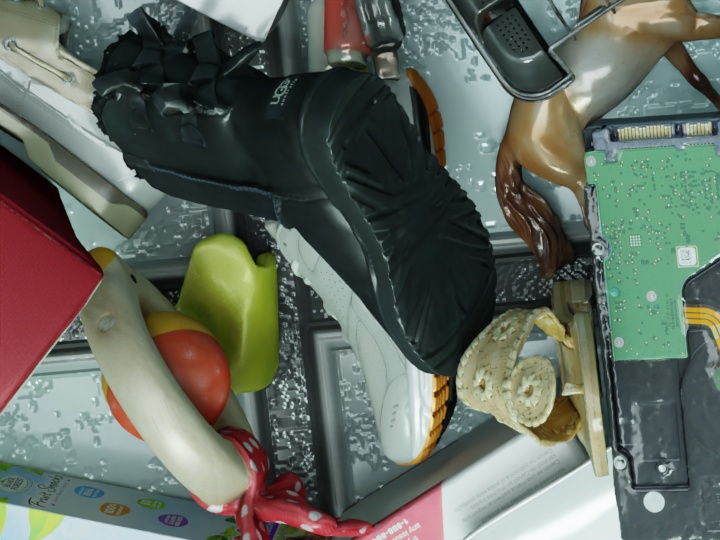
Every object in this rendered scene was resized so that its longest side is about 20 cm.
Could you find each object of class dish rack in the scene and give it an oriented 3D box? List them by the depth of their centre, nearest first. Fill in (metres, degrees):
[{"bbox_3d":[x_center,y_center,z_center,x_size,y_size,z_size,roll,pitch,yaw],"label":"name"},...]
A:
[{"bbox_3d":[0.117,-0.196,1.462,0.200,0.055,0.154,-34,78,6],"label":"dish rack"}]

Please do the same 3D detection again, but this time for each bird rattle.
[{"bbox_3d":[-0.087,0.073,1.490,0.112,0.201,0.163,-28,140,16],"label":"bird rattle"}]

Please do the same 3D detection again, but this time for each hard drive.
[{"bbox_3d":[0.180,0.025,1.401,0.139,0.038,0.201,-4,103,19],"label":"hard drive"}]

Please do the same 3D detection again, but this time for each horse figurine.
[{"bbox_3d":[0.130,-0.087,1.507,0.132,0.050,0.200,36,100,-11],"label":"horse figurine"}]

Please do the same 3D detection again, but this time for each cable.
[{"bbox_3d":[-0.013,-0.172,1.454,0.050,0.097,0.201,-10,84,-3],"label":"cable"}]

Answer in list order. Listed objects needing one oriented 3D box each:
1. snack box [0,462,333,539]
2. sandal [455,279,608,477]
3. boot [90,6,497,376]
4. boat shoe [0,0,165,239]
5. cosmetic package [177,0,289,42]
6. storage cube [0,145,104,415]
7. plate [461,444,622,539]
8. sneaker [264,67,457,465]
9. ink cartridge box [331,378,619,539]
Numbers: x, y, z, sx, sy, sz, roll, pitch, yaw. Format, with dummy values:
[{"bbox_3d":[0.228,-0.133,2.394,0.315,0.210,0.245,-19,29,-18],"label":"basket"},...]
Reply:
[{"bbox_3d":[-0.121,0.205,1.585,0.199,0.068,0.170,10,104,5],"label":"snack box"},{"bbox_3d":[0.081,0.052,1.452,0.069,0.212,0.078,-6,102,5],"label":"sandal"},{"bbox_3d":[-0.035,-0.038,1.454,0.162,0.073,0.199,12,146,39],"label":"boot"},{"bbox_3d":[-0.173,-0.104,1.524,0.200,0.075,0.068,40,87,-4],"label":"boat shoe"},{"bbox_3d":[-0.122,-0.183,1.491,0.199,0.083,0.051,27,104,-2],"label":"cosmetic package"},{"bbox_3d":[-0.253,-0.004,1.462,0.180,0.171,0.200,37,94,-21],"label":"storage cube"},{"bbox_3d":[0.180,0.162,1.469,0.199,0.032,0.200,-35,90,15],"label":"plate"},{"bbox_3d":[0.000,0.000,1.533,0.091,0.076,0.201,-4,95,14],"label":"sneaker"},{"bbox_3d":[0.097,0.182,1.552,0.145,0.083,0.200,-33,97,10],"label":"ink cartridge box"}]
